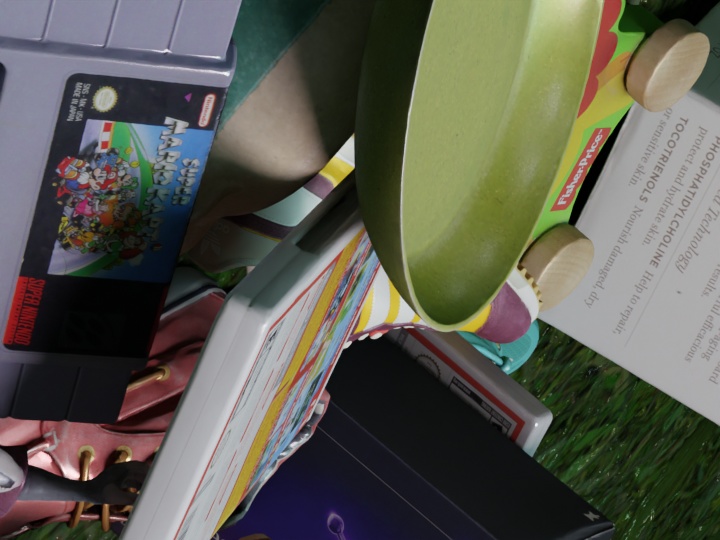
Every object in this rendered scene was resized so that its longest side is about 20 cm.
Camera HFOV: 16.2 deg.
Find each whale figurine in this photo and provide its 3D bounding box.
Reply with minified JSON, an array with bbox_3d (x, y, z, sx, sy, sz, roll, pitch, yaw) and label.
[{"bbox_3d":[-0.047,-0.080,0.947,0.159,0.104,0.200,-51,-175,-38],"label":"whale figurine"}]

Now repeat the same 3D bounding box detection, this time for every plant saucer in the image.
[{"bbox_3d":[0.042,-0.079,0.887,0.200,0.031,0.201,16,90,-70],"label":"plant saucer"}]

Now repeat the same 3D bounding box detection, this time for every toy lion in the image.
[{"bbox_3d":[0.069,-0.069,1.218,0.191,0.069,0.201,-9,133,-50],"label":"toy lion"}]

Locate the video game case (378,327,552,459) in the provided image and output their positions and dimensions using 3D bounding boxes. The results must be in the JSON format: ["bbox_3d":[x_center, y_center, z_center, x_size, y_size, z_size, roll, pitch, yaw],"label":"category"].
[{"bbox_3d":[-0.003,0.104,1.218,0.017,0.143,0.201,-16,139,-52],"label":"video game case"}]

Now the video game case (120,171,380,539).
[{"bbox_3d":[-0.032,0.035,0.926,0.144,0.017,0.200,-65,172,26],"label":"video game case"}]

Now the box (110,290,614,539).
[{"bbox_3d":[-0.004,0.117,1.161,0.079,0.200,0.142,-15,138,-55],"label":"box"}]

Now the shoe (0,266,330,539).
[{"bbox_3d":[-0.105,0.078,1.050,0.200,0.091,0.072,-35,153,-35],"label":"shoe"}]

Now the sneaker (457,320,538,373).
[{"bbox_3d":[0.043,0.048,1.307,0.078,0.080,0.200,-59,157,17],"label":"sneaker"}]

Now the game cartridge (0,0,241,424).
[{"bbox_3d":[-0.119,-0.028,0.853,0.129,0.039,0.201,7,129,-16],"label":"game cartridge"}]

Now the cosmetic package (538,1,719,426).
[{"bbox_3d":[0.234,-0.020,1.377,0.167,0.199,0.167,-43,161,-57],"label":"cosmetic package"}]

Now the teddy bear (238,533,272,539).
[{"bbox_3d":[-0.098,0.140,1.061,0.145,0.199,0.067,13,79,-52],"label":"teddy bear"}]

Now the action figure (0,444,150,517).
[{"bbox_3d":[-0.171,0.109,0.928,0.134,0.148,0.201,-47,158,-49],"label":"action figure"}]

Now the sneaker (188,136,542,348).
[{"bbox_3d":[0.000,0.000,1.115,0.200,0.075,0.090,36,87,-44],"label":"sneaker"}]
